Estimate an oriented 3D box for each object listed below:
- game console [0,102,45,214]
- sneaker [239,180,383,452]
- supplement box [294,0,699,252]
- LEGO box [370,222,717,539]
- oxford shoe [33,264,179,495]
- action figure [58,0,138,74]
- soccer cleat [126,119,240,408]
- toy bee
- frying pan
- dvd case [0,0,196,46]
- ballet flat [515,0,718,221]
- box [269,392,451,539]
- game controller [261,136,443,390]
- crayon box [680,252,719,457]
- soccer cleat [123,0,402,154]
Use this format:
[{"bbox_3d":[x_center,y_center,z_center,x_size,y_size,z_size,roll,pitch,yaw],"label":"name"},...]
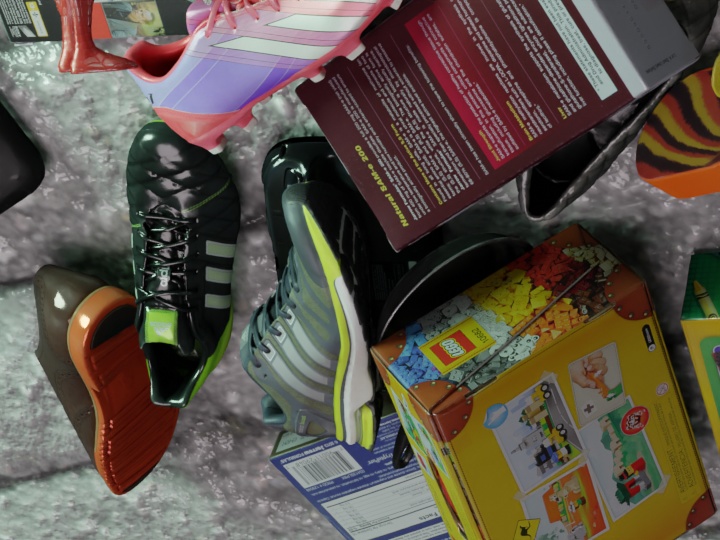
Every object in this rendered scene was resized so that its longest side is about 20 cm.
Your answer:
[{"bbox_3d":[-0.320,-0.104,1.351,0.176,0.116,0.200,-33,121,4],"label":"game console"},{"bbox_3d":[-0.033,0.032,1.293,0.081,0.074,0.200,-3,130,5],"label":"sneaker"},{"bbox_3d":[0.068,-0.103,1.161,0.200,0.061,0.109,-32,90,42],"label":"supplement box"},{"bbox_3d":[0.112,0.098,1.306,0.149,0.077,0.200,-30,128,-11],"label":"LEGO box"},{"bbox_3d":[-0.170,0.070,1.446,0.072,0.071,0.200,33,146,29],"label":"oxford shoe"},{"bbox_3d":[-0.137,-0.203,1.125,0.051,0.065,0.201,-6,99,-11],"label":"action figure"},{"bbox_3d":[-0.109,-0.001,1.335,0.067,0.081,0.200,8,134,11],"label":"soccer cleat"},{"bbox_3d":[0.243,-0.089,1.140,0.199,0.109,0.131,7,167,20],"label":"toy bee"},{"bbox_3d":[0.057,0.039,1.330,0.031,0.115,0.190,52,163,29],"label":"frying pan"},{"bbox_3d":[-0.122,-0.190,1.203,0.199,0.022,0.146,0,132,19],"label":"dvd case"},{"bbox_3d":[0.139,-0.101,1.178,0.066,0.057,0.200,22,135,-4],"label":"ballet flat"},{"bbox_3d":[0.046,0.164,1.475,0.121,0.032,0.200,-22,121,33],"label":"box"},{"bbox_3d":[0.000,0.000,1.339,0.104,0.042,0.200,-5,132,3],"label":"game controller"},{"bbox_3d":[0.269,0.077,1.303,0.118,0.058,0.200,-4,130,21],"label":"crayon box"},{"bbox_3d":[-0.047,-0.135,1.176,0.076,0.067,0.200,41,132,-17],"label":"soccer cleat"}]
